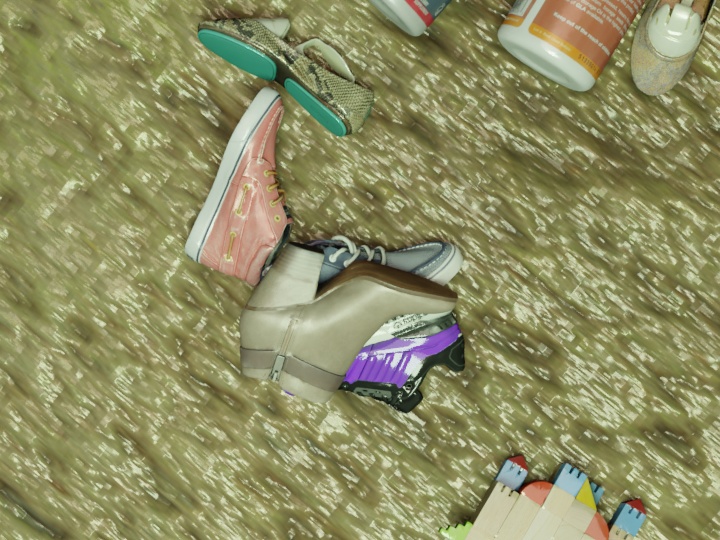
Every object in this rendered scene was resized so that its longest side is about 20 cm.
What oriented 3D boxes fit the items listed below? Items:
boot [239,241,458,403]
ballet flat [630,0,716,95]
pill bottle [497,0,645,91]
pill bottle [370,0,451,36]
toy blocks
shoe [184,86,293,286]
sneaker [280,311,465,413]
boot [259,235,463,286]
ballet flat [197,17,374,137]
[{"bbox_3d":[-0.019,0.061,1.219,0.200,0.070,0.146,17,101,3],"label":"boot"},{"bbox_3d":[0.327,-0.274,1.244,0.068,0.067,0.200,22,93,7],"label":"ballet flat"},{"bbox_3d":[0.233,-0.290,1.233,0.112,0.112,0.200,32,94,6],"label":"pill bottle"},{"bbox_3d":[0.080,-0.349,1.246,0.120,0.120,0.200,42,95,5],"label":"pill bottle"},{"bbox_3d":[0.198,0.259,1.257,0.200,0.100,0.137,31,82,5],"label":"toy blocks"},{"bbox_3d":[-0.104,-0.085,1.296,0.091,0.071,0.200,26,100,4],"label":"shoe"},{"bbox_3d":[0.017,0.108,1.280,0.200,0.070,0.100,-22,90,7],"label":"sneaker"},{"bbox_3d":[0.000,0.000,1.266,0.200,0.073,0.090,-26,117,6],"label":"boot"},{"bbox_3d":[-0.072,-0.220,1.300,0.200,0.068,0.075,34,72,0],"label":"ballet flat"}]
